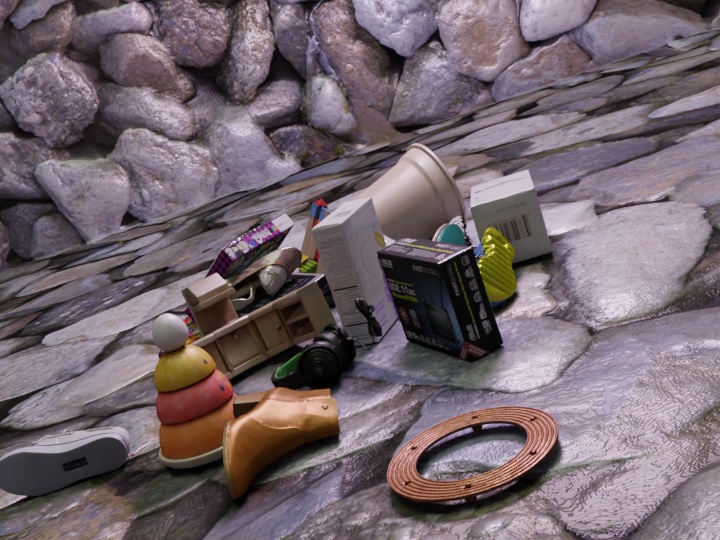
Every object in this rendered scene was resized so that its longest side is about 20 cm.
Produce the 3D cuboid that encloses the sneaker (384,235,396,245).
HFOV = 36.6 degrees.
[{"bbox_3d":[0.085,-0.008,1.893,0.114,0.081,0.199,-15,34,-27],"label":"sneaker"}]

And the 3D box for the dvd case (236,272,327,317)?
[{"bbox_3d":[-0.173,0.051,1.969,0.199,0.025,0.150,1,31,47],"label":"dvd case"}]

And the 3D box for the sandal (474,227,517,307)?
[{"bbox_3d":[0.200,0.011,1.742,0.087,0.079,0.200,-46,8,25],"label":"sandal"}]

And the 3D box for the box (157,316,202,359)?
[{"bbox_3d":[-0.281,0.117,2.009,0.135,0.040,0.200,-16,15,10],"label":"box"}]

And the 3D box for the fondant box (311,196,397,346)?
[{"bbox_3d":[0.000,0.000,1.751,0.058,0.202,0.144,-10,16,25],"label":"fondant box"}]

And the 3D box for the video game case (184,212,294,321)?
[{"bbox_3d":[-0.227,-0.006,2.039,0.181,0.036,0.200,-35,-13,-47],"label":"video game case"}]

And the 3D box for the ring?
[{"bbox_3d":[0.124,0.205,1.205,0.198,0.019,0.201,-18,15,5],"label":"ring"}]

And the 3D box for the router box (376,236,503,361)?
[{"bbox_3d":[0.111,0.037,1.573,0.062,0.151,0.199,-25,15,-21],"label":"router box"}]

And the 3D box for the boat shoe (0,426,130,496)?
[{"bbox_3d":[-0.432,0.266,1.589,0.199,0.075,0.086,-17,15,1],"label":"boat shoe"}]

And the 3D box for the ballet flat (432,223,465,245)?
[{"bbox_3d":[0.125,-0.002,1.786,0.062,0.067,0.201,-34,23,36],"label":"ballet flat"}]

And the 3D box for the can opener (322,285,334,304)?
[{"bbox_3d":[-0.052,0.032,2.001,0.198,0.053,0.066,-10,16,30],"label":"can opener"}]

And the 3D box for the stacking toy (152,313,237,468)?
[{"bbox_3d":[-0.236,0.155,1.487,0.144,0.202,0.146,-18,15,5],"label":"stacking toy"}]

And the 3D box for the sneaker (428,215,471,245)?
[{"bbox_3d":[0.157,-0.049,2.000,0.089,0.067,0.200,-15,17,7],"label":"sneaker"}]

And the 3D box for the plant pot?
[{"bbox_3d":[0.078,-0.116,2.129,0.182,0.202,0.200,-31,17,-15],"label":"plant pot"}]

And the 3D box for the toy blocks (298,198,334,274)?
[{"bbox_3d":[-0.059,-0.057,2.107,0.099,0.138,0.200,11,10,-26],"label":"toy blocks"}]

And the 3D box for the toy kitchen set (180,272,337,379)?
[{"bbox_3d":[-0.185,0.071,1.726,0.199,0.165,0.180,-28,2,-30],"label":"toy kitchen set"}]

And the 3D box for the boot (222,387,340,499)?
[{"bbox_3d":[-0.097,0.210,1.384,0.142,0.072,0.202,-5,27,3],"label":"boot"}]

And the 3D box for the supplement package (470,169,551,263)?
[{"bbox_3d":[0.261,-0.092,1.910,0.116,0.119,0.200,-17,11,9],"label":"supplement package"}]

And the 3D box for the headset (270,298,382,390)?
[{"bbox_3d":[-0.054,0.114,1.618,0.198,0.095,0.124,-25,11,27],"label":"headset"}]

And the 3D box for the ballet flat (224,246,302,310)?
[{"bbox_3d":[-0.186,0.028,1.933,0.198,0.068,0.067,-29,38,1],"label":"ballet flat"}]
